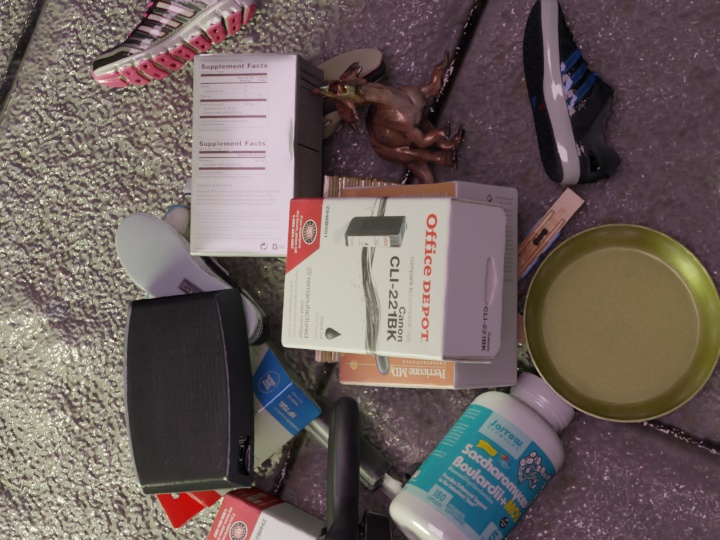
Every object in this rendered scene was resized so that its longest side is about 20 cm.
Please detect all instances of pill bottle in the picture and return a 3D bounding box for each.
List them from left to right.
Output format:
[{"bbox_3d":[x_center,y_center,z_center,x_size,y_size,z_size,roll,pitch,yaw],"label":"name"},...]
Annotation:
[{"bbox_3d":[0.128,0.199,1.361,0.111,0.111,0.200,36,74,14],"label":"pill bottle"}]

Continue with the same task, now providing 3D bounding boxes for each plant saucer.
[{"bbox_3d":[0.262,0.053,1.367,0.199,0.031,0.201,0,79,2],"label":"plant saucer"}]

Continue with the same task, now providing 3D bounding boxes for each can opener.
[{"bbox_3d":[-0.015,0.228,1.383,0.078,0.063,0.201,5,63,-20],"label":"can opener"},{"bbox_3d":[0.020,0.205,1.445,0.200,0.053,0.066,39,63,13],"label":"can opener"}]

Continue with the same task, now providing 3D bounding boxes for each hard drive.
[{"bbox_3d":[-0.176,0.121,1.364,0.134,0.042,0.201,-7,82,17],"label":"hard drive"}]

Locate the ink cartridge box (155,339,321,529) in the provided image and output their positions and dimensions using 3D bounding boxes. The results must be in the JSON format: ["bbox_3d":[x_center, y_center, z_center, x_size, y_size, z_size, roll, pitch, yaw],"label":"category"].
[{"bbox_3d":[-0.155,0.164,1.440,0.200,0.067,0.116,-40,45,0],"label":"ink cartridge box"}]

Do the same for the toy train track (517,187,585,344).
[{"bbox_3d":[0.162,0.000,1.418,0.115,0.033,0.200,41,97,15],"label":"toy train track"}]

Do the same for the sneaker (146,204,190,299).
[{"bbox_3d":[-0.195,0.028,1.502,0.080,0.077,0.201,3,88,-2],"label":"sneaker"}]

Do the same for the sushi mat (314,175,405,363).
[{"bbox_3d":[0.000,0.000,1.445,0.095,0.012,0.201,3,89,-21],"label":"sushi mat"}]

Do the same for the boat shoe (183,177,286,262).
[{"bbox_3d":[-0.107,-0.045,1.475,0.199,0.072,0.062,22,85,13],"label":"boat shoe"}]

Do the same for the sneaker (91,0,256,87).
[{"bbox_3d":[-0.218,-0.278,1.520,0.200,0.074,0.088,-28,80,8],"label":"sneaker"}]

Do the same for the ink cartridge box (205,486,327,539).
[{"bbox_3d":[-0.071,0.337,1.439,0.199,0.084,0.145,23,93,15],"label":"ink cartridge box"}]

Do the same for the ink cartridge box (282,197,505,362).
[{"bbox_3d":[0.029,0.006,1.265,0.200,0.084,0.145,2,88,41],"label":"ink cartridge box"}]

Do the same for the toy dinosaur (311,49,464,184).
[{"bbox_3d":[0.032,-0.151,1.411,0.135,0.200,0.086,-3,51,14],"label":"toy dinosaur"}]

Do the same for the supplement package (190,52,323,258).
[{"bbox_3d":[-0.103,-0.113,1.385,0.109,0.114,0.201,1,89,12],"label":"supplement package"}]

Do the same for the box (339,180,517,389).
[{"bbox_3d":[0.068,0.016,1.367,0.152,0.106,0.201,-2,86,40],"label":"box"}]

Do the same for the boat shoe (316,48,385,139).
[{"bbox_3d":[-0.053,-0.168,1.474,0.200,0.071,0.063,-32,120,7],"label":"boat shoe"}]

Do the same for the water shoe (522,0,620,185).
[{"bbox_3d":[0.219,-0.186,1.405,0.079,0.071,0.201,-5,84,-12],"label":"water shoe"}]

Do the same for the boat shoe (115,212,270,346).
[{"bbox_3d":[-0.174,0.011,1.436,0.199,0.068,0.074,33,91,19],"label":"boat shoe"}]
